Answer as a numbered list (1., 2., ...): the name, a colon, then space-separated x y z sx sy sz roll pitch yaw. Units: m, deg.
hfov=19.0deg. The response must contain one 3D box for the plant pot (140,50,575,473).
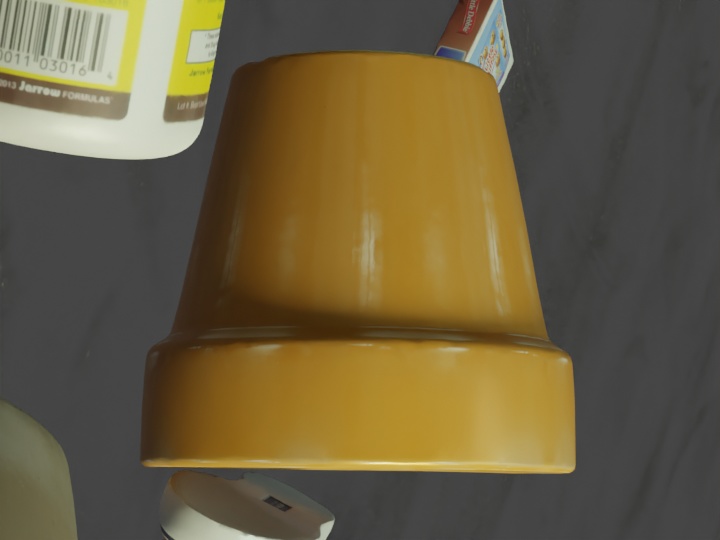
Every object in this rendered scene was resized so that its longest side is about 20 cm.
1. plant pot: 0.000 0.000 0.992 0.200 0.199 0.184 16 74 -70

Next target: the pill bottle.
1. pill bottle: -0.091 -0.146 0.732 0.109 0.109 0.201 -16 119 -67

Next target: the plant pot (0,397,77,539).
1. plant pot: -0.164 0.129 0.666 0.200 0.199 0.174 70 23 -58

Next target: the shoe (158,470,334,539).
1. shoe: -0.066 0.150 1.024 0.091 0.071 0.200 -63 171 1

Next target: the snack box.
1. snack box: 0.042 -0.071 1.260 0.072 0.024 0.201 71 39 -56
